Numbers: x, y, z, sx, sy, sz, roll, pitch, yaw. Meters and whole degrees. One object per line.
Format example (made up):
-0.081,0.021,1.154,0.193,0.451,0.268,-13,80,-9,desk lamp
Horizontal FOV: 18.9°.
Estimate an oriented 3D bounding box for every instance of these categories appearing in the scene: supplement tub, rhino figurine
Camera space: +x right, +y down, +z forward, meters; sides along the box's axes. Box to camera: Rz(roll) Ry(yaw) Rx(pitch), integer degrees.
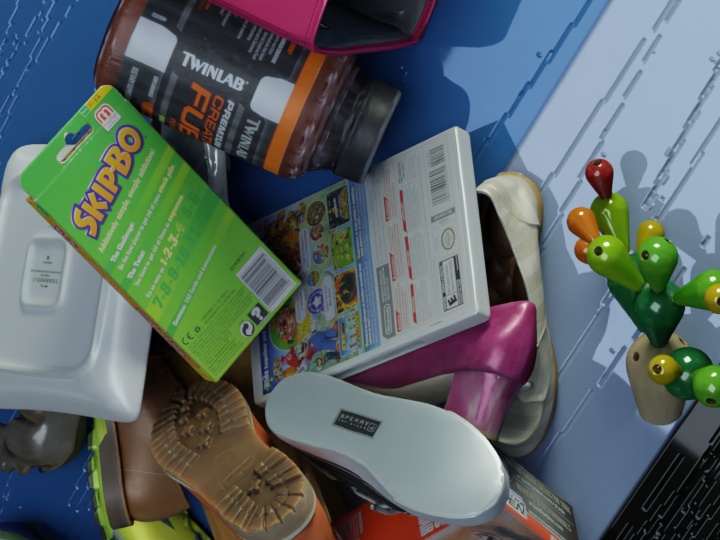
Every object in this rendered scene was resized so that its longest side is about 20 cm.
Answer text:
-0.075,-0.131,1.490,0.199,0.107,0.107,24,106,1,supplement tub
-0.233,0.057,1.632,0.087,0.060,0.201,5,84,41,rhino figurine

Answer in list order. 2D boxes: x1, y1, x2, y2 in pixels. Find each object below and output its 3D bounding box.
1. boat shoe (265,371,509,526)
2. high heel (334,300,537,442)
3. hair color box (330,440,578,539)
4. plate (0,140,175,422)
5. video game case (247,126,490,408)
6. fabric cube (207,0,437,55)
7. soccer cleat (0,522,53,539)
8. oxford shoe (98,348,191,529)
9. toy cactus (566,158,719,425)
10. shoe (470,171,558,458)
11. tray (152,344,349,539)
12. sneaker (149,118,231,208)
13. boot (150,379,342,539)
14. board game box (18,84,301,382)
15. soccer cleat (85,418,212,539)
0.023,0.130,1.446,0.199,0.068,0.074,14,64,36,boat shoe
0.043,0.049,1.500,0.200,0.067,0.096,17,86,55,high heel
0.042,0.207,1.511,0.200,0.111,0.064,-33,39,22,hair color box
-0.216,0.003,1.560,0.199,0.032,0.201,2,81,48,plate
0.000,0.000,1.506,0.200,0.018,0.144,-24,59,33,video game case
-0.045,-0.275,1.446,0.199,0.196,0.201,26,106,17,fabric cube
-0.241,0.246,1.607,0.200,0.083,0.065,25,123,51,soccer cleat
-0.160,0.084,1.582,0.071,0.071,0.201,-8,87,1,oxford shoe
0.203,0.031,1.427,0.200,0.102,0.165,51,159,41,toy cactus
0.096,0.033,1.502,0.070,0.053,0.201,-1,96,23,shoe
-0.078,0.138,1.598,0.098,0.037,0.201,-22,87,23,tray
-0.134,-0.059,1.554,0.079,0.074,0.201,-10,80,-18,sneaker
-0.076,0.153,1.495,0.075,0.107,0.200,-39,38,-5,boot
-0.138,-0.026,1.479,0.200,0.030,0.096,48,72,-22,board game box
-0.156,0.195,1.634,0.083,0.065,0.201,-15,86,-6,soccer cleat
